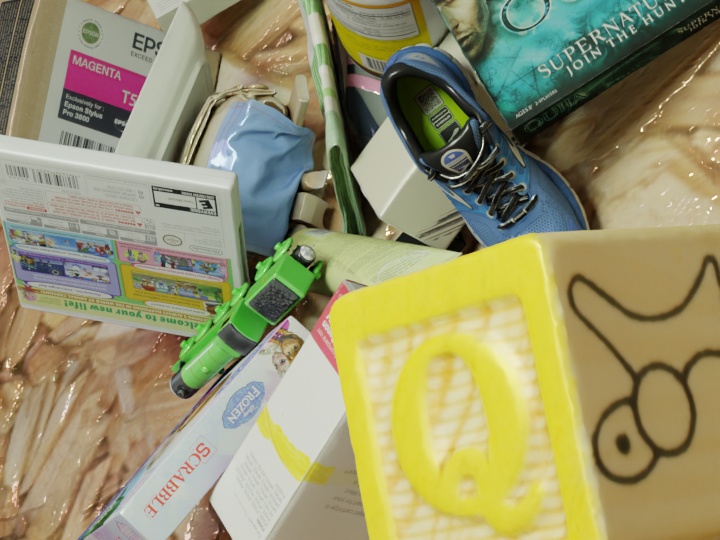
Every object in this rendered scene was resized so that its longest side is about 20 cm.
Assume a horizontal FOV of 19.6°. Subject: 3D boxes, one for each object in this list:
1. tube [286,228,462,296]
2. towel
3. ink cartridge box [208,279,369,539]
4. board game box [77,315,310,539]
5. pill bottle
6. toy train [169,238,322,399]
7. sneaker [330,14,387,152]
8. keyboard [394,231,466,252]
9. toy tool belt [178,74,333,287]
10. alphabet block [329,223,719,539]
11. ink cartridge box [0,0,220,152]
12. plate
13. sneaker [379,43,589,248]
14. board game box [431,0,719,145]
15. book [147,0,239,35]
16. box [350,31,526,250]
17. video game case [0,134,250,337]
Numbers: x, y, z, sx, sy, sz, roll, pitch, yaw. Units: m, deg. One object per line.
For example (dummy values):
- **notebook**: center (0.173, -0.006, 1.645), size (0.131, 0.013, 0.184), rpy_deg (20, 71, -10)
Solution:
- **tube**: center (0.000, 0.000, 1.571), size (0.200, 0.052, 0.058), rpy_deg (8, 77, 64)
- **towel**: center (-0.027, -0.139, 1.649), size (0.023, 0.153, 0.201), rpy_deg (-11, 59, 2)
- **ink cartridge box**: center (0.006, 0.123, 1.482), size (0.201, 0.145, 0.083), rpy_deg (-58, 41, 18)
- **board game box**: center (-0.126, 0.138, 1.592), size (0.200, 0.041, 0.199), rpy_deg (-50, 4, -23)
- **pill bottle**: center (0.022, -0.222, 1.517), size (0.108, 0.200, 0.110), rpy_deg (-3, 71, 8)
- **toy train**: center (-0.092, 0.043, 1.608), size (0.200, 0.042, 0.057), rpy_deg (-44, 14, 45)
- **sneaker**: center (0.029, -0.160, 1.626), size (0.082, 0.070, 0.201), rpy_deg (-37, 52, 35)
- **keyboard**: center (0.018, 0.044, 1.598), size (0.200, 0.040, 0.104), rpy_deg (-50, 27, 21)
- **toy tool belt**: center (-0.086, -0.054, 1.689), size (0.123, 0.124, 0.201), rpy_deg (-11, 68, 58)
- **alphabet block**: center (0.127, 0.084, 1.266), size (0.196, 0.199, 0.197), rpy_deg (-21, 77, 47)
- **ink cartridge box**: center (-0.233, -0.142, 1.843), size (0.075, 0.199, 0.166), rpy_deg (0, 77, 51)
- **plate**: center (-0.157, -0.087, 1.742), size (0.200, 0.032, 0.200), rpy_deg (86, -161, -57)
- **sneaker**: center (0.078, -0.067, 1.434), size (0.079, 0.089, 0.200), rpy_deg (-43, 86, 18)
- **board game box**: center (0.159, -0.193, 1.421), size (0.199, 0.028, 0.136), rpy_deg (-33, 61, 7)
- **book**: center (-0.151, -0.307, 1.891), size (0.133, 0.048, 0.200), rpy_deg (-30, 46, 1)
- **box**: center (0.083, -0.120, 1.522), size (0.200, 0.068, 0.082), rpy_deg (-53, 31, 17)
- **video game case**: center (-0.185, -0.022, 1.635), size (0.183, 0.199, 0.022), rpy_deg (87, -164, -47)
